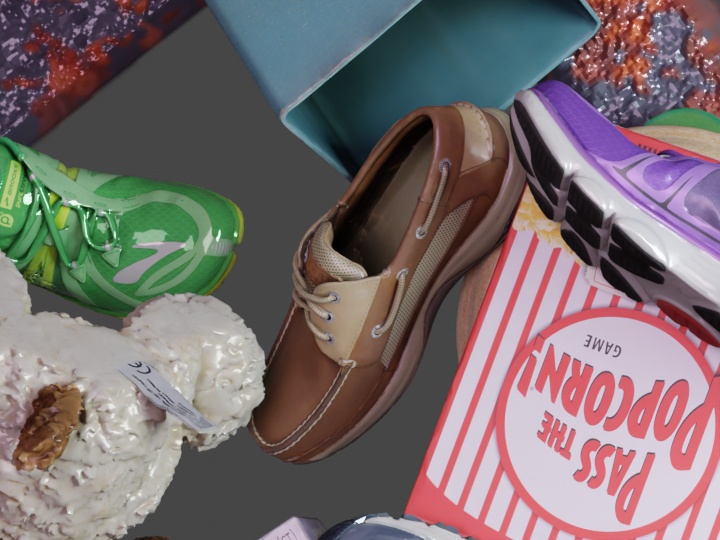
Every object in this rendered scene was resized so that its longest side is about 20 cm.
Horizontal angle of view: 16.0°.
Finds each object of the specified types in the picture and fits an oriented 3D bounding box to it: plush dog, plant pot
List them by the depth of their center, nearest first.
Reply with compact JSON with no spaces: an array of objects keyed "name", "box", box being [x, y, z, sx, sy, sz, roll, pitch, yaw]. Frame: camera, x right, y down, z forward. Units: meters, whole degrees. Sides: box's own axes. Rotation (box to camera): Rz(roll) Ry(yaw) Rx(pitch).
[{"name":"plush dog","box":[-0.154,0.099,1.183,0.199,0.161,0.172,14,121,-10]},{"name":"plant pot","box":[-0.013,-0.165,1.227,0.141,0.141,0.200,-40,65,6]}]

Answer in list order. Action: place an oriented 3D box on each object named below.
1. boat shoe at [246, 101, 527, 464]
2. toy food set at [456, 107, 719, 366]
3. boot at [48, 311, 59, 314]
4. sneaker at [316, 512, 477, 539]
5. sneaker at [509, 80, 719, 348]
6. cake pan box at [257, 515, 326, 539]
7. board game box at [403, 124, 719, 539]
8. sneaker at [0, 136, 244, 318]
[{"name":"boat shoe","box":[0.000,0.000,1.210,0.201,0.074,0.076,-57,47,16]},{"name":"toy food set","box":[0.139,0.024,1.203,0.197,0.049,0.201,26,90,17]},{"name":"boot","box":[-0.187,0.120,1.273,0.090,0.073,0.200,43,102,9]},{"name":"sneaker","box":[0.048,0.195,1.136,0.077,0.086,0.200,-31,107,32]},{"name":"sneaker","box":[0.151,-0.021,1.106,0.200,0.081,0.084,37,76,10]},{"name":"cake pan box","box":[-0.052,0.243,1.223,0.199,0.052,0.185,-33,77,8]},{"name":"board game box","box":[0.126,0.045,1.154,0.151,0.046,0.201,19,87,17]},{"name":"sneaker","box":[-0.156,-0.022,1.271,0.199,0.084,0.075,9,84,15]}]
